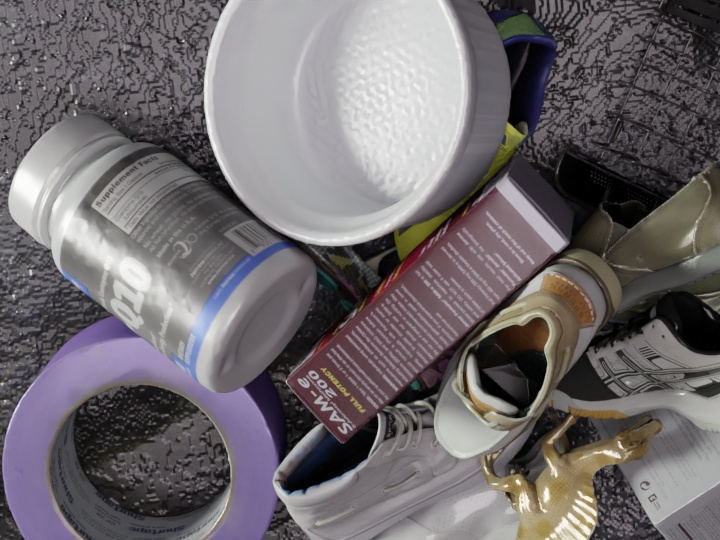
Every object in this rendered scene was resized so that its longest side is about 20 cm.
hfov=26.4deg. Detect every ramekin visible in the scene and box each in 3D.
[{"bbox_3d":[0.003,-0.118,1.026,0.200,0.098,0.201,2,93,30],"label":"ramekin"}]

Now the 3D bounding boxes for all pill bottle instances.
[{"bbox_3d":[-0.138,-0.016,1.051,0.200,0.114,0.114,35,102,19],"label":"pill bottle"}]

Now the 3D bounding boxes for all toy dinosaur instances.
[{"bbox_3d":[0.124,0.164,1.064,0.058,0.101,0.200,17,113,-38],"label":"toy dinosaur"}]

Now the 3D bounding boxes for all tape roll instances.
[{"bbox_3d":[-0.155,0.135,1.128,0.199,0.085,0.201,0,102,1],"label":"tape roll"}]

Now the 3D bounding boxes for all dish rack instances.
[{"bbox_3d":[0.237,-0.115,1.044,0.153,0.054,0.201,30,104,31],"label":"dish rack"}]

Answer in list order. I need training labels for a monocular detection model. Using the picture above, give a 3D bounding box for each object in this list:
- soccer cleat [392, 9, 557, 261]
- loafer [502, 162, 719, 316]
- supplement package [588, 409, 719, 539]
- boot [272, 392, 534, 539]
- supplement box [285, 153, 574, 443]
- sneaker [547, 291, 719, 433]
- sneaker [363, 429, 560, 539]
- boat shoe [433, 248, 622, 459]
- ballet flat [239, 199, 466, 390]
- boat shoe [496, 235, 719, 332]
[{"bbox_3d":[0.078,-0.084,1.065,0.065,0.084,0.201,15,101,-32],"label":"soccer cleat"},{"bbox_3d":[0.171,-0.013,1.002,0.200,0.075,0.070,-25,90,31],"label":"loafer"},{"bbox_3d":[0.285,0.108,1.079,0.200,0.110,0.114,-35,134,8],"label":"supplement package"},{"bbox_3d":[0.034,0.124,1.095,0.200,0.096,0.074,-34,55,-2],"label":"boot"},{"bbox_3d":[0.048,0.017,1.014,0.200,0.109,0.061,-44,92,15],"label":"supplement box"},{"bbox_3d":[0.196,0.050,1.026,0.199,0.076,0.088,3,119,30],"label":"sneaker"},{"bbox_3d":[0.066,0.175,1.147,0.199,0.075,0.089,-17,90,-2],"label":"sneaker"},{"bbox_3d":[0.091,0.065,0.993,0.075,0.068,0.200,42,136,13],"label":"boat shoe"},{"bbox_3d":[0.000,0.000,1.110,0.200,0.069,0.071,44,82,-12],"label":"ballet flat"},{"bbox_3d":[0.187,0.009,1.075,0.199,0.072,0.062,-3,141,16],"label":"boat shoe"}]
